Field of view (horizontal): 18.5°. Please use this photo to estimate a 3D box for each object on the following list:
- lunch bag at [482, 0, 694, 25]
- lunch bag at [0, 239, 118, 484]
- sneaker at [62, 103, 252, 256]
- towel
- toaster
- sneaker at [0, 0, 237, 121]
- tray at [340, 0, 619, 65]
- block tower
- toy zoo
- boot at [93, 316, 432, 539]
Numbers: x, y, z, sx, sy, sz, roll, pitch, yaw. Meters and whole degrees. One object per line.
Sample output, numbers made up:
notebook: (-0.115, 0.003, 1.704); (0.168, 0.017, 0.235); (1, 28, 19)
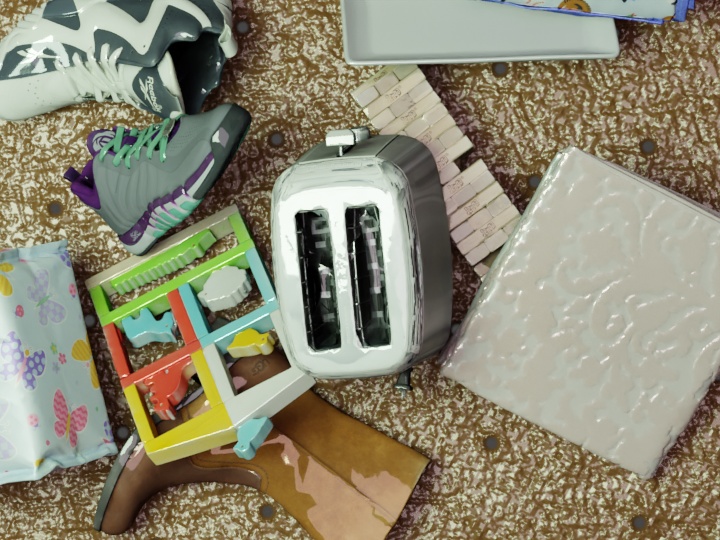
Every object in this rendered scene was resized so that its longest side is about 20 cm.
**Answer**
lunch bag: (0.166, -0.283, 1.588); (0.169, 0.124, 0.201); (7, 90, 4)
lunch bag: (-0.295, 0.078, 1.611); (0.200, 0.127, 0.170); (-15, 89, 29)
sneaker: (-0.152, -0.077, 1.570); (0.087, 0.200, 0.075); (37, 55, -10)
towel: (0.181, 0.030, 1.589); (0.191, 0.032, 0.200); (26, 106, -13)
toaster: (0.000, 0.000, 1.549); (0.113, 0.129, 0.201); (-3, 95, 13)
sneaker: (-0.176, -0.143, 1.602); (0.199, 0.080, 0.130); (-23, 43, -4)
tray: (0.085, -0.186, 1.616); (0.199, 0.022, 0.108); (-2, 50, -3)
block tower: (0.069, -0.066, 1.626); (0.054, 0.058, 0.200); (-36, 86, 2)
toy zoo: (-0.114, 0.055, 1.598); (0.131, 0.020, 0.200); (-27, 53, 3)
boot: (-0.075, 0.163, 1.633); (0.200, 0.068, 0.188); (36, 79, 1)
